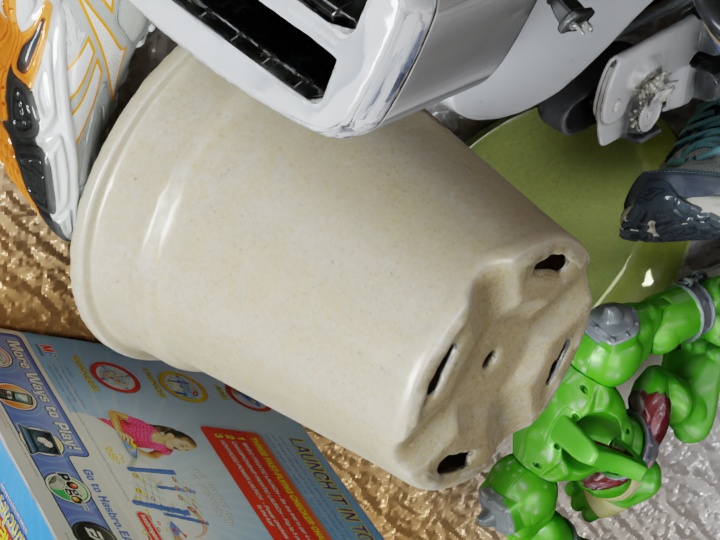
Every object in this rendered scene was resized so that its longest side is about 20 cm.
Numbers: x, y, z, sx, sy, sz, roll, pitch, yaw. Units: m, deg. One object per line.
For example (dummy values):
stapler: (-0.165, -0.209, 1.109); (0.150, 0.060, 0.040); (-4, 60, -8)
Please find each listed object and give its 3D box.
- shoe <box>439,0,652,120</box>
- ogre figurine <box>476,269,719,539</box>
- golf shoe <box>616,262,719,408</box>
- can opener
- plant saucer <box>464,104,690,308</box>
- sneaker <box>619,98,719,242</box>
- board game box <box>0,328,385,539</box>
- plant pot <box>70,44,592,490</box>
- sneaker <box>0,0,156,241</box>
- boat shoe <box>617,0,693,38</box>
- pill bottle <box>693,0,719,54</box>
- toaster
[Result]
shoe: (0.089, -0.155, 1.078); (0.200, 0.091, 0.072); (-39, 144, -18)
ogre figurine: (0.135, 0.086, 1.251); (0.200, 0.098, 0.120); (-44, 145, 23)
golf shoe: (0.220, 0.036, 1.311); (0.200, 0.097, 0.078); (-48, 135, 8)
can opener: (0.176, -0.122, 1.185); (0.200, 0.066, 0.053); (-27, 136, -37)
plant saucer: (0.094, -0.013, 1.242); (0.199, 0.031, 0.201); (-16, 127, -22)
sneaker: (0.192, -0.061, 1.211); (0.200, 0.077, 0.087); (-10, 96, -59)
board game box: (-0.099, 0.112, 1.094); (0.195, 0.200, 0.056); (11, 116, -36)
plant pot: (0.000, 0.000, 1.049); (0.200, 0.183, 0.201); (-36, 145, -30)
sneaker: (-0.121, -0.104, 1.018); (0.092, 0.076, 0.201); (-20, 131, -24)
boat shoe: (0.144, -0.155, 1.149); (0.201, 0.065, 0.075); (-23, 131, -16)
pill bottle: (0.239, -0.111, 1.116); (0.112, 0.112, 0.200); (-43, 148, 2)
toaster: (-0.011, -0.134, 0.949); (0.129, 0.200, 0.114); (-33, 157, -53)
